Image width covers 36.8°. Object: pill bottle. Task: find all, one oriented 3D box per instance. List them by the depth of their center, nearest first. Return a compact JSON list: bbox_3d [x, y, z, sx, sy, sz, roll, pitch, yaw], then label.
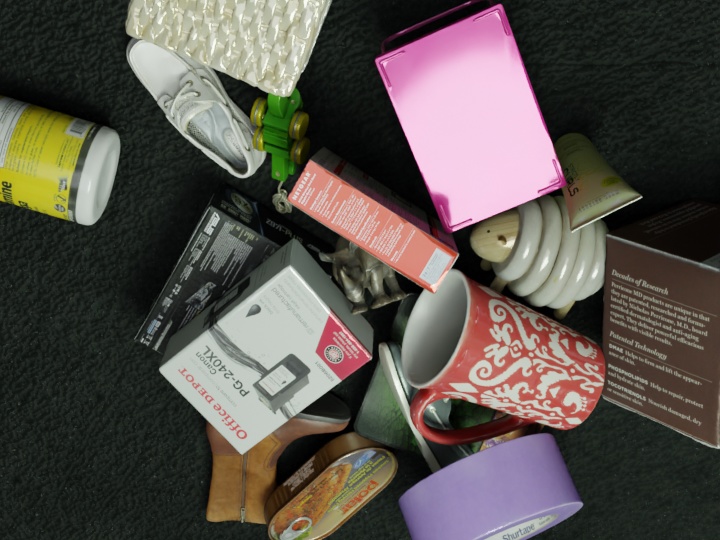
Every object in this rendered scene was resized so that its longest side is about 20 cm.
[{"bbox_3d":[-0.380,-0.130,1.213,0.197,0.113,0.114,16,112,-3],"label":"pill bottle"}]

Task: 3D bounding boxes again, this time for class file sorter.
[{"bbox_3d":[0.116,-0.174,1.161,0.137,0.126,0.202,-21,110,10],"label":"file sorter"}]

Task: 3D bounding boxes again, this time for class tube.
[{"bbox_3d":[0.242,-0.095,1.146,0.051,0.201,0.059,19,113,-7],"label":"tube"}]

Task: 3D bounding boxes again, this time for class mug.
[{"bbox_3d":[0.151,0.107,1.212,0.197,0.135,0.178,21,133,-23],"label":"mug"}]

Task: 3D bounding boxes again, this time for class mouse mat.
[{"bbox_3d":[0.093,0.137,1.293,0.158,0.008,0.203,19,109,-4],"label":"mouse mat"}]

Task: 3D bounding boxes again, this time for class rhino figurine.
[{"bbox_3d":[0.000,0.000,1.186,0.059,0.200,0.089,-19,87,13],"label":"rhino figurine"}]

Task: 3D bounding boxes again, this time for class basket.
[{"bbox_3d":[-0.122,-0.308,1.103,0.195,0.161,0.202,20,113,-6],"label":"basket"}]

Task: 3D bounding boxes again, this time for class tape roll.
[{"bbox_3d":[0.148,0.268,1.238,0.198,0.200,0.086,-29,67,13],"label":"tape roll"}]

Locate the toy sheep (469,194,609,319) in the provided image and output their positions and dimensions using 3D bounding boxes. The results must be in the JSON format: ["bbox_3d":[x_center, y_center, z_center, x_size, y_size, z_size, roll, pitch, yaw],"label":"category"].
[{"bbox_3d":[0.216,-0.018,1.222,0.197,0.138,0.140,12,113,-17],"label":"toy sheep"}]

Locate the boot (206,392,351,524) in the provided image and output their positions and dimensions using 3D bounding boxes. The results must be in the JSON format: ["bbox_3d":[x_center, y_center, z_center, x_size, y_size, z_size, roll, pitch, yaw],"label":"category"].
[{"bbox_3d":[-0.107,0.248,1.377,0.185,0.069,0.203,0,116,-5],"label":"boot"}]

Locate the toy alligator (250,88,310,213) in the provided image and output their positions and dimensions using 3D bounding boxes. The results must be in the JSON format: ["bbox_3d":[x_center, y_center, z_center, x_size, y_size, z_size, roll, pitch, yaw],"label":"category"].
[{"bbox_3d":[-0.083,-0.145,1.208,0.058,0.055,0.201,19,148,12],"label":"toy alligator"}]

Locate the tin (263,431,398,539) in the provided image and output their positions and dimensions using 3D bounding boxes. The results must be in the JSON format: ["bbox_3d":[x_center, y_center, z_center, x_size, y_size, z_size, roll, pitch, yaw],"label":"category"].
[{"bbox_3d":[-0.039,0.278,1.375,0.200,0.042,0.111,-43,132,17],"label":"tin"}]

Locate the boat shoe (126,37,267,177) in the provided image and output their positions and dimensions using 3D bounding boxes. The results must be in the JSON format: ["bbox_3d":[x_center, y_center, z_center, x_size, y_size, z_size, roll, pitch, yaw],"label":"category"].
[{"bbox_3d":[-0.183,-0.184,1.203,0.200,0.070,0.071,43,110,-13],"label":"boat shoe"}]

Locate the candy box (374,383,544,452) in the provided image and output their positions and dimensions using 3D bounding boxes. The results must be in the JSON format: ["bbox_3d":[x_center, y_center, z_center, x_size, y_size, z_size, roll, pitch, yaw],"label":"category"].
[{"bbox_3d":[0.128,0.158,1.332,0.198,0.057,0.118,26,111,-6],"label":"candy box"}]

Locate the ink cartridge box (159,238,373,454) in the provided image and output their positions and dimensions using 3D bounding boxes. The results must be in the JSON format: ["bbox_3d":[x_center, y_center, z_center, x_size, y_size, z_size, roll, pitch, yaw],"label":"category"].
[{"bbox_3d":[-0.104,0.088,1.208,0.199,0.084,0.146,-38,108,15],"label":"ink cartridge box"}]

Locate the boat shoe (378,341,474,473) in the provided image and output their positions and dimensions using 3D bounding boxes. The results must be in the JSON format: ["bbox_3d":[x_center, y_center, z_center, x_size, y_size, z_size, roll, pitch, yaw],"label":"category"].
[{"bbox_3d":[0.079,0.160,1.269,0.061,0.073,0.202,-26,110,-4],"label":"boat shoe"}]

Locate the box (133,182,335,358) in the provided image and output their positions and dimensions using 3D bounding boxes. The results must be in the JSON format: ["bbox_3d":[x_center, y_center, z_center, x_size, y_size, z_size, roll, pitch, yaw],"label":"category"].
[{"bbox_3d":[-0.147,0.029,1.277,0.162,0.086,0.201,29,111,-10],"label":"box"}]

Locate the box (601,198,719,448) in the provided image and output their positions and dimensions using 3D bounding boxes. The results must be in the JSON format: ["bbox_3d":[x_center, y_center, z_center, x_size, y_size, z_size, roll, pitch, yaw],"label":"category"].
[{"bbox_3d":[0.378,0.052,1.185,0.164,0.163,0.204,-19,116,-34],"label":"box"}]

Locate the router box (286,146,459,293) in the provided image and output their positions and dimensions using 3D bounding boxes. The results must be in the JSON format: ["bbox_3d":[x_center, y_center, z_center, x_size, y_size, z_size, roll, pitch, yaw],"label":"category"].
[{"bbox_3d":[0.016,-0.060,1.163,0.178,0.200,0.049,32,100,-3],"label":"router box"}]
